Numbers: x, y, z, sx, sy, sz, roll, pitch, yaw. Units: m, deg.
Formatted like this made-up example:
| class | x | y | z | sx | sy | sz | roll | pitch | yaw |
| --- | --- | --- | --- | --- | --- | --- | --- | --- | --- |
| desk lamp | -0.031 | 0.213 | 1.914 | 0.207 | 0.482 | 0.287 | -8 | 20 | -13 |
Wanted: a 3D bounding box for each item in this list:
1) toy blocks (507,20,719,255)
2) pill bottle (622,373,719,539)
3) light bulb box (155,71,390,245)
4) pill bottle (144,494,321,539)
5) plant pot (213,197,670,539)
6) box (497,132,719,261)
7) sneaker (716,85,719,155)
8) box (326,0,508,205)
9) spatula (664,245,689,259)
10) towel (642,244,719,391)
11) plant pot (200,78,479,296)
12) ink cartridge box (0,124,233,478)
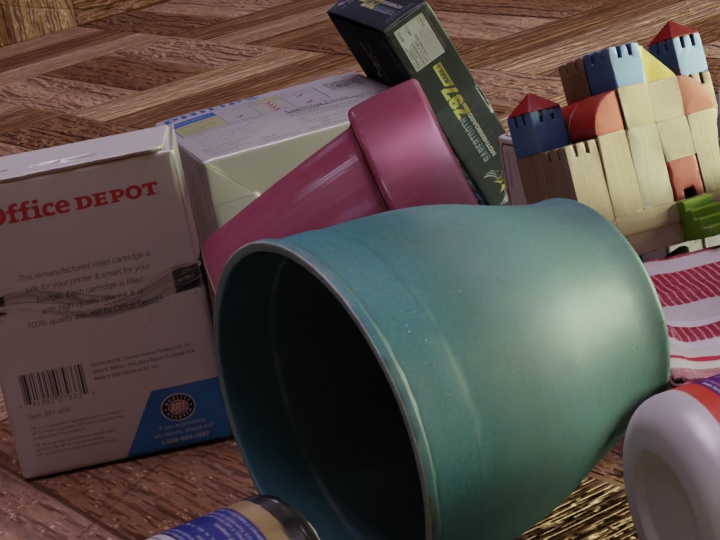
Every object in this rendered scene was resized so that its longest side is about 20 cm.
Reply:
| class | x | y | z | sx | sy | sz | roll | pitch | yaw |
| --- | --- | --- | --- | --- | --- | --- | --- | --- | --- |
| toy blocks | 0.171 | -0.081 | 1.223 | 0.199 | 0.138 | 0.100 | -16 | 2 | -31 |
| pill bottle | 0.235 | 0.090 | 0.951 | 0.198 | 0.113 | 0.112 | -16 | 17 | -17 |
| light bulb box | -0.052 | -0.076 | 1.654 | 0.197 | 0.126 | 0.200 | -16 | 16 | -13 |
| pill bottle | -0.106 | 0.183 | 0.863 | 0.199 | 0.113 | 0.112 | -20 | 19 | -27 |
| plant pot | 0.052 | 0.051 | 1.030 | 0.187 | 0.202 | 0.200 | -22 | 20 | -28 |
| box | 0.182 | -0.038 | 1.398 | 0.060 | 0.118 | 0.200 | -19 | 17 | -26 |
| sneaker | 0.255 | -0.067 | 1.135 | 0.074 | 0.116 | 0.200 | 0 | 21 | 23 |
| box | 0.061 | -0.145 | 1.678 | 0.051 | 0.201 | 0.158 | -35 | 22 | -7 |
| spatula | 0.187 | 0.024 | 1.209 | 0.056 | 0.021 | 0.200 | -44 | 7 | 27 |
| towel | 0.224 | 0.022 | 1.103 | 0.143 | 0.023 | 0.200 | -12 | 21 | -3 |
| plant pot | 0.000 | 0.000 | 1.295 | 0.178 | 0.201 | 0.200 | -26 | 16 | 3 |
| ink cartridge box | -0.172 | 0.018 | 1.291 | 0.143 | 0.202 | 0.084 | -11 | 17 | -2 |
